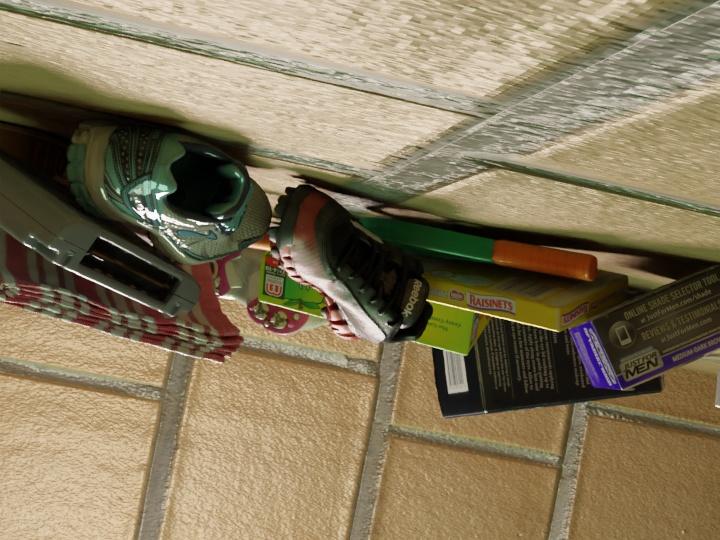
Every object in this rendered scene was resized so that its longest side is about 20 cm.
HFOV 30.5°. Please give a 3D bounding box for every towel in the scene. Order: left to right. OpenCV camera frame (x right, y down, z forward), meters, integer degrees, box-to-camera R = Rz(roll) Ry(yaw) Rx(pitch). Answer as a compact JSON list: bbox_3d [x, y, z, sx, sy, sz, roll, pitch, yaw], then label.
[{"bbox_3d":[-0.193,0.002,1.007,0.199,0.030,0.147,18,-160,-27],"label":"towel"}]

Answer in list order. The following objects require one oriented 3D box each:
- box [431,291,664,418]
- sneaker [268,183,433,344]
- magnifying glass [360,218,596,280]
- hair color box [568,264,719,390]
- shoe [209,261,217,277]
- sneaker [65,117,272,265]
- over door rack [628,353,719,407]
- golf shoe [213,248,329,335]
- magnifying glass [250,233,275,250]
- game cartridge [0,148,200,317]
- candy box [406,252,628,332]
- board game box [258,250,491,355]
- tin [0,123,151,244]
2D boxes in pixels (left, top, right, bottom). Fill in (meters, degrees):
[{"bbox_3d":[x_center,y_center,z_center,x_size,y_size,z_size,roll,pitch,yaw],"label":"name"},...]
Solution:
[{"bbox_3d":[0.191,0.090,1.372,0.198,0.105,0.148,-6,173,-15],"label":"box"},{"bbox_3d":[0.000,0.000,1.016,0.097,0.071,0.201,14,157,29],"label":"sneaker"},{"bbox_3d":[0.090,-0.017,1.054,0.198,0.023,0.079,8,176,25],"label":"magnifying glass"},{"bbox_3d":[0.239,0.050,1.088,0.109,0.065,0.200,-24,173,2],"label":"hair color box"},{"bbox_3d":[-0.207,-0.007,1.138,0.053,0.071,0.199,8,-177,40],"label":"shoe"},{"bbox_3d":[-0.105,-0.045,0.881,0.086,0.078,0.200,5,174,28],"label":"sneaker"},{"bbox_3d":[0.367,0.075,1.274,0.199,0.067,0.147,-11,-172,-30],"label":"over door rack"},{"bbox_3d":[-0.102,0.003,1.329,0.200,0.076,0.091,38,-162,33],"label":"golf shoe"},{"bbox_3d":[-0.166,-0.042,1.150,0.198,0.023,0.080,11,177,16],"label":"magnifying glass"},{"bbox_3d":[-0.199,-0.032,0.891,0.133,0.042,0.200,39,-179,22],"label":"game cartridge"},{"bbox_3d":[0.110,0.009,1.094,0.199,0.027,0.102,13,-160,41],"label":"candy box"},{"bbox_3d":[0.019,0.012,1.196,0.198,0.048,0.102,14,-154,16],"label":"board game box"},{"bbox_3d":[-0.228,-0.064,1.034,0.199,0.042,0.112,18,167,-28],"label":"tin"}]
